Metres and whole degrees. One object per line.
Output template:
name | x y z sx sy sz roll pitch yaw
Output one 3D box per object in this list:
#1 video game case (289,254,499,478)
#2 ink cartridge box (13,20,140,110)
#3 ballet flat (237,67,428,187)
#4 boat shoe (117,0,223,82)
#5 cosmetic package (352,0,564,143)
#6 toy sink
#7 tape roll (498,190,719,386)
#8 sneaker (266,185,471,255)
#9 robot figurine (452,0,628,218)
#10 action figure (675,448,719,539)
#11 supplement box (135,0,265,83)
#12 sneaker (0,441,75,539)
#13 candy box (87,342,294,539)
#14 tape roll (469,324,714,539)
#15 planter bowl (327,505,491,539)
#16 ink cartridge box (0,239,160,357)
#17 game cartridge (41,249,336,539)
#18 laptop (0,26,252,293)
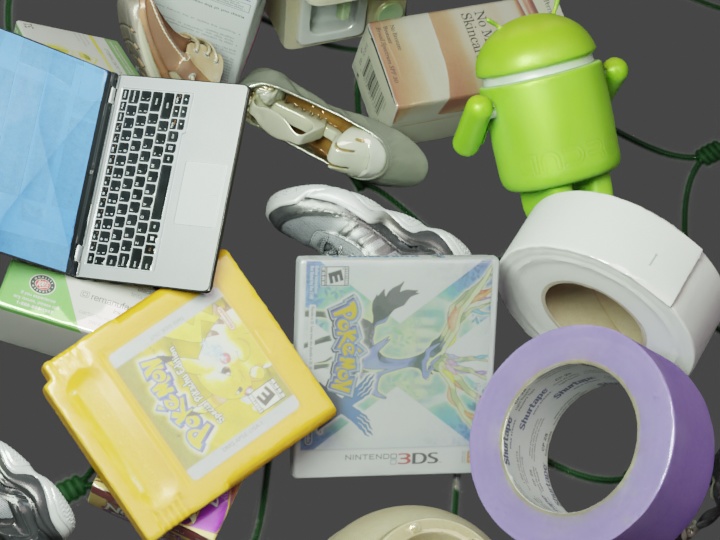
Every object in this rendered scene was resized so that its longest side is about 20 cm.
video game case | 0.030 0.085 1.681 0.182 0.022 0.200 0 101 -13
ink cartridge box | -0.301 -0.180 1.710 0.200 0.048 0.146 9 24 -27
ballet flat | -0.033 -0.125 1.797 0.200 0.067 0.064 28 32 6
boat shoe | -0.164 -0.187 1.732 0.072 0.200 0.076 -28 49 -6
cosmetic package | 0.105 -0.196 1.853 0.200 0.087 0.103 -13 68 -18
toy sink | -0.028 -0.293 1.832 0.130 0.112 0.200 -14 51 -19
tape roll | 0.227 0.020 1.716 0.202 0.202 0.071 33 63 4
sneaker | 0.000 0.000 1.735 0.200 0.075 0.114 20 60 -6
robot figurine | 0.174 -0.147 1.757 0.175 0.116 0.200 -18 99 -22
action figure | 0.286 0.235 1.687 0.119 0.102 0.200 22 59 -4
supplement box | -0.139 -0.257 1.764 0.103 0.200 0.101 19 62 -2
sneaker | -0.344 0.186 1.580 0.200 0.075 0.114 38 61 4
candy box | -0.144 0.136 1.661 0.117 0.056 0.200 26 61 0
tape roll | 0.201 0.154 1.649 0.085 0.200 0.200 25 50 -52
planter bowl | 0.051 0.283 1.592 0.200 0.135 0.200 5 64 -11
ink cartridge box | -0.230 -0.020 1.697 0.145 0.084 0.200 17 63 -4
game cartridge | -0.148 0.105 1.606 0.200 0.032 0.176 -34 88 -22
laptop | -0.218 -0.093 1.594 0.200 0.116 0.187 6 78 17
